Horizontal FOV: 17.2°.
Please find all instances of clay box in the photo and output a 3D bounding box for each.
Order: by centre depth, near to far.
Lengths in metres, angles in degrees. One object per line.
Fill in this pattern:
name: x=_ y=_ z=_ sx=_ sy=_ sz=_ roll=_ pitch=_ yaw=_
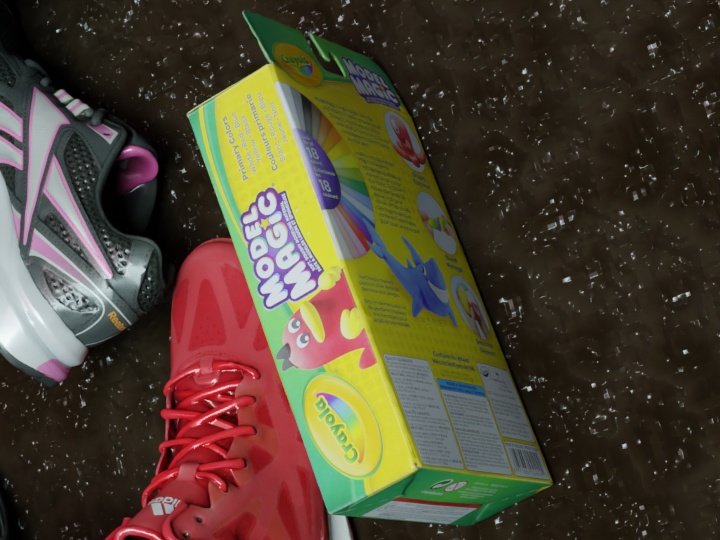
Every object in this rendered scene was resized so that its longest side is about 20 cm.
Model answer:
clay box: x=0.000 y=0.000 z=0.947 sx=0.048 sy=0.115 sz=0.200 roll=-30 pitch=68 yaw=23

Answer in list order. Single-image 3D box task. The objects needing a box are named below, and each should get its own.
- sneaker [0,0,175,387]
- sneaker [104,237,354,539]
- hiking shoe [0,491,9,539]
sneaker: x=-0.131 y=-0.045 z=1.054 sx=0.086 sy=0.080 sz=0.200 roll=-26 pitch=61 yaw=6
sneaker: x=-0.057 y=0.075 z=0.967 sx=0.078 sy=0.115 sz=0.200 roll=-23 pitch=72 yaw=25
hiking shoe: x=-0.246 y=0.085 z=1.082 sx=0.200 sy=0.101 sz=0.076 roll=36 pitch=101 yaw=29
